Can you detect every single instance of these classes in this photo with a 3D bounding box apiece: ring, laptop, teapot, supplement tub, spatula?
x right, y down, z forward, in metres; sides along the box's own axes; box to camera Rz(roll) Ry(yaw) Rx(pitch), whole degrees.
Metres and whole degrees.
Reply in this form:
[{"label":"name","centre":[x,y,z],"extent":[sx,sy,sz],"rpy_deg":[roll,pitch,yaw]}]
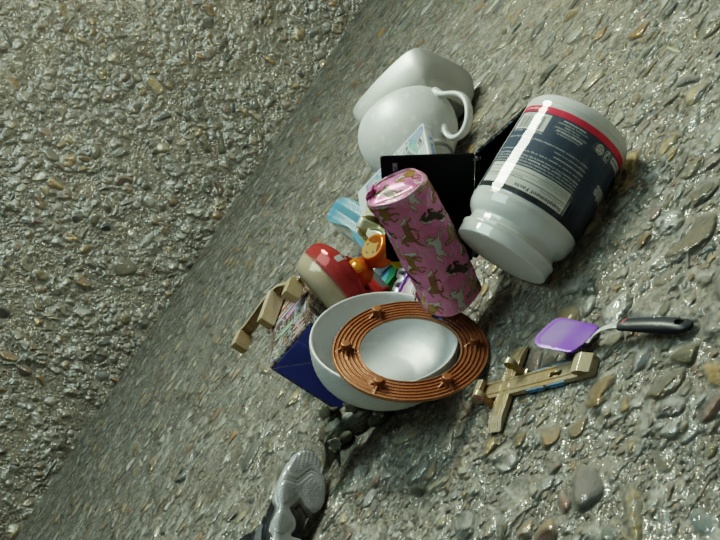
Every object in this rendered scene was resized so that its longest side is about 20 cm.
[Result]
[{"label":"ring","centre":[0.063,0.095,1.190],"extent":[0.201,0.199,0.019],"rpy_deg":[-84,-7,-56]},{"label":"laptop","centre":[0.130,-0.113,1.244],"extent":[0.200,0.103,0.178],"rpy_deg":[-42,-35,-33]},{"label":"teapot","centre":[0.101,-0.223,1.674],"extent":[0.196,0.200,0.147],"rpy_deg":[-22,61,-5]},{"label":"supplement tub","centre":[0.223,-0.100,1.154],"extent":[0.201,0.140,0.140],"rpy_deg":[-58,18,-7]},{"label":"spatula","centre":[0.257,0.062,0.962],"extent":[0.056,0.021,0.200],"rpy_deg":[-36,11,-29]}]

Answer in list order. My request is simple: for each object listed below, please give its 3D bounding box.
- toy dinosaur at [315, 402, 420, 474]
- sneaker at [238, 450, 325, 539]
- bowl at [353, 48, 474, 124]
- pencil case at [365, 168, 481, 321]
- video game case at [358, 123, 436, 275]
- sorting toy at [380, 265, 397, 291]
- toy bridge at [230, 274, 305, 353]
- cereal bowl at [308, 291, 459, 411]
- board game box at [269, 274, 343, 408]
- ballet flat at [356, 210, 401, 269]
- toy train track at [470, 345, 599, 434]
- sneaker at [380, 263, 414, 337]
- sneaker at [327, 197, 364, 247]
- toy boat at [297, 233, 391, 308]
[{"label":"toy dinosaur","centre":[0.000,0.201,1.294],"extent":[0.200,0.077,0.102],"rpy_deg":[-38,-12,10]},{"label":"sneaker","centre":[-0.118,0.354,1.324],"extent":[0.114,0.075,0.201],"rpy_deg":[-33,33,45]},{"label":"bowl","centre":[0.108,-0.307,1.770],"extent":[0.200,0.199,0.075],"rpy_deg":[-41,55,30]},{"label":"pencil case","centre":[0.080,-0.034,1.181],"extent":[0.086,0.201,0.083],"rpy_deg":[-35,31,-11]},{"label":"video game case","centre":[0.066,-0.117,1.567],"extent":[0.200,0.022,0.183],"rpy_deg":[-44,42,40]},{"label":"sorting toy","centre":[0.087,-0.016,1.519],"extent":[0.201,0.036,0.185],"rpy_deg":[-56,18,-3]},{"label":"toy bridge","centre":[-0.140,0.058,1.464],"extent":[0.200,0.027,0.067],"rpy_deg":[-43,22,44]},{"label":"cereal bowl","centre":[0.032,0.118,1.247],"extent":[0.200,0.199,0.084],"rpy_deg":[-85,-7,-57]},{"label":"board game box","centre":[-0.047,0.108,1.448],"extent":[0.097,0.159,0.200],"rpy_deg":[-49,20,17]},{"label":"ballet flat","centre":[0.031,-0.060,1.511],"extent":[0.067,0.067,0.200],"rpy_deg":[-65,31,16]},{"label":"toy train track","centre":[0.183,0.118,1.049],"extent":[0.200,0.032,0.115],"rpy_deg":[-26,34,54]},{"label":"sneaker","centre":[0.078,0.064,1.356],"extent":[0.088,0.080,0.201],"rpy_deg":[3,62,47]},{"label":"sneaker","centre":[0.020,-0.075,1.741],"extent":[0.077,0.081,0.200],"rpy_deg":[-53,38,1]},{"label":"toy boat","centre":[0.000,0.000,1.395],"extent":[0.131,0.131,0.200],"rpy_deg":[-49,-21,11]}]
